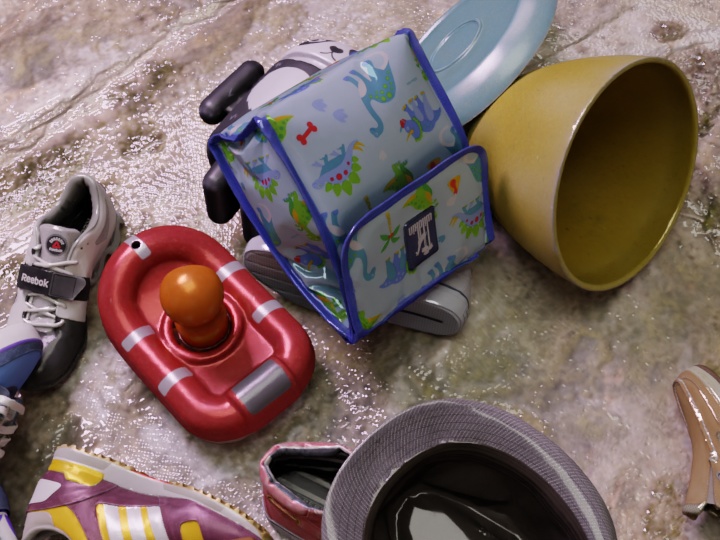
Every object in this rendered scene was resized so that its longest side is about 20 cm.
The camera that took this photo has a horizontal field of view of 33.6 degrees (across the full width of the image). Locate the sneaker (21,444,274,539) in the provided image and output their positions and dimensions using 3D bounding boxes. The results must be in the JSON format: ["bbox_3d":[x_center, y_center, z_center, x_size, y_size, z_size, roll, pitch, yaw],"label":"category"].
[{"bbox_3d":[-0.165,0.208,0.928,0.200,0.075,0.090,15,69,19],"label":"sneaker"}]

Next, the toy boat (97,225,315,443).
[{"bbox_3d":[-0.134,0.037,0.986,0.130,0.131,0.200,-38,65,-19],"label":"toy boat"}]

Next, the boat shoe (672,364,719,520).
[{"bbox_3d":[0.284,0.169,0.928,0.076,0.072,0.200,-24,61,2],"label":"boat shoe"}]

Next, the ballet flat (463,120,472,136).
[{"bbox_3d":[0.127,-0.206,1.154,0.068,0.067,0.200,11,61,9],"label":"ballet flat"}]

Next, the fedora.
[{"bbox_3d":[0.071,0.189,0.783,0.200,0.090,0.177,40,73,11],"label":"fedora"}]

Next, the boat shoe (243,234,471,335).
[{"bbox_3d":[0.000,0.000,1.044,0.200,0.074,0.067,19,54,0],"label":"boat shoe"}]

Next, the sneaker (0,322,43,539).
[{"bbox_3d":[-0.296,0.155,0.947,0.200,0.081,0.146,-43,77,-14],"label":"sneaker"}]

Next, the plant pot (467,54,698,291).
[{"bbox_3d":[0.175,-0.098,1.035,0.142,0.200,0.200,24,61,42],"label":"plant pot"}]

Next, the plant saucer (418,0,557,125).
[{"bbox_3d":[0.093,-0.199,1.096,0.027,0.200,0.200,41,61,-24],"label":"plant saucer"}]

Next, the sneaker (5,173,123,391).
[{"bbox_3d":[-0.268,0.004,1.039,0.074,0.089,0.200,8,62,6],"label":"sneaker"}]

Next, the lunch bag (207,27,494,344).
[{"bbox_3d":[0.006,-0.066,0.966,0.170,0.127,0.200,-35,104,-28],"label":"lunch bag"}]

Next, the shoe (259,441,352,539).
[{"bbox_3d":[0.013,0.194,0.909,0.200,0.091,0.071,21,63,13],"label":"shoe"}]

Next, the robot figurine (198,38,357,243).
[{"bbox_3d":[-0.058,-0.118,1.076,0.150,0.125,0.200,48,65,-22],"label":"robot figurine"}]

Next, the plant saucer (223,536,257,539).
[{"bbox_3d":[-0.025,0.245,0.817,0.200,0.200,0.037,34,77,20],"label":"plant saucer"}]
